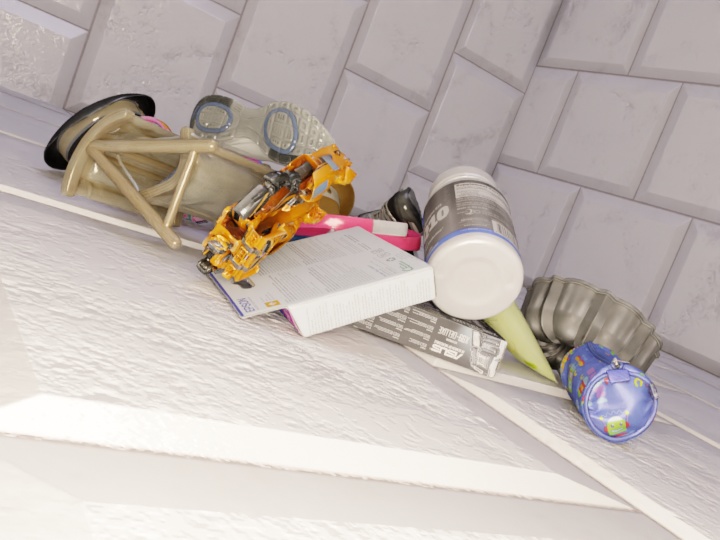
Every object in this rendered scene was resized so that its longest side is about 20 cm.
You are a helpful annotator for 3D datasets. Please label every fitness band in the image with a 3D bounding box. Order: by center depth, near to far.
[{"bbox_3d":[-0.012,-0.053,1.035,0.198,0.038,0.143,6,2,-21],"label":"fitness band"}]

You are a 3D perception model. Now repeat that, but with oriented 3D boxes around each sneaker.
[{"bbox_3d":[-0.114,-0.169,0.951,0.199,0.075,0.087,19,-4,22],"label":"sneaker"},{"bbox_3d":[0.038,-0.072,1.173,0.114,0.076,0.200,-16,-6,7],"label":"sneaker"}]

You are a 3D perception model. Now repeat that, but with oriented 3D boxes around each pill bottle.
[{"bbox_3d":[0.132,-0.043,0.929,0.113,0.114,0.201,21,32,-10],"label":"pill bottle"}]

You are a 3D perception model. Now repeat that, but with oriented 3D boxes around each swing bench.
[{"bbox_3d":[-0.208,-0.101,0.916,0.199,0.131,0.199,25,4,28],"label":"swing bench"}]

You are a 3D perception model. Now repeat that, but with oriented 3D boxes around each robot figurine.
[{"bbox_3d":[-0.087,-0.059,0.792,0.058,0.145,0.200,43,40,2],"label":"robot figurine"}]

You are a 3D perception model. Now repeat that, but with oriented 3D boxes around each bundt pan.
[{"bbox_3d":[0.304,0.097,1.045,0.201,0.076,0.202,30,-21,13],"label":"bundt pan"}]

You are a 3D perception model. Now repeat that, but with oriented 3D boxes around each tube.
[{"bbox_3d":[0.200,0.077,1.009,0.200,0.052,0.058,52,30,-33],"label":"tube"}]

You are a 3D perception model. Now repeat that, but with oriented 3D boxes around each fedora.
[{"bbox_3d":[-0.362,-0.172,1.113,0.092,0.200,0.201,57,9,2],"label":"fedora"},{"bbox_3d":[-0.093,-0.091,1.348,0.200,0.200,0.082,15,46,-46],"label":"fedora"}]

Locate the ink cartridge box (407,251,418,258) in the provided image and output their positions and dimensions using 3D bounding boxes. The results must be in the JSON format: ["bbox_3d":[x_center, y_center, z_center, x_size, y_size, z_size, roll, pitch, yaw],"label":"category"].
[{"bbox_3d":[0.042,-0.022,1.308,0.039,0.100,0.200,-20,22,-18],"label":"ink cartridge box"}]

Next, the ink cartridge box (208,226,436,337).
[{"bbox_3d":[-0.051,0.011,0.798,0.198,0.044,0.196,-15,21,-18],"label":"ink cartridge box"}]

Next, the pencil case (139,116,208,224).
[{"bbox_3d":[-0.269,-0.137,1.078,0.087,0.088,0.200,24,-12,18],"label":"pencil case"}]

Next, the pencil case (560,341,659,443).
[{"bbox_3d":[0.281,0.133,0.875,0.077,0.088,0.200,1,3,7],"label":"pencil case"}]

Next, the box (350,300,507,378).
[{"bbox_3d":[0.066,0.057,0.932,0.198,0.050,0.158,21,7,-8],"label":"box"}]

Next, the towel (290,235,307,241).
[{"bbox_3d":[-0.135,-0.054,1.198,0.199,0.049,0.111,26,8,32],"label":"towel"}]

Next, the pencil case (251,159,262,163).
[{"bbox_3d":[-0.173,-0.125,1.163,0.088,0.089,0.200,19,18,-27],"label":"pencil case"}]
